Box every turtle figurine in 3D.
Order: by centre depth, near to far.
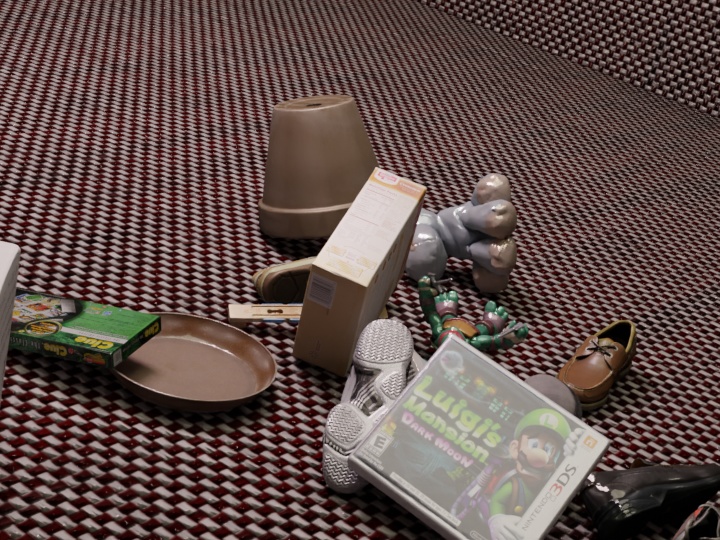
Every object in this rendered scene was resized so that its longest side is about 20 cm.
[{"bbox_3d":[0.127,0.068,1.665,0.149,0.101,0.200,32,9,6],"label":"turtle figurine"}]

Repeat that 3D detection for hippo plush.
[{"bbox_3d":[0.125,-0.065,1.894,0.159,0.160,0.201,-3,44,-10],"label":"hippo plush"}]

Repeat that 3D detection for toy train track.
[{"bbox_3d":[-0.066,0.061,1.653,0.198,0.033,0.115,1,45,-14],"label":"toy train track"}]

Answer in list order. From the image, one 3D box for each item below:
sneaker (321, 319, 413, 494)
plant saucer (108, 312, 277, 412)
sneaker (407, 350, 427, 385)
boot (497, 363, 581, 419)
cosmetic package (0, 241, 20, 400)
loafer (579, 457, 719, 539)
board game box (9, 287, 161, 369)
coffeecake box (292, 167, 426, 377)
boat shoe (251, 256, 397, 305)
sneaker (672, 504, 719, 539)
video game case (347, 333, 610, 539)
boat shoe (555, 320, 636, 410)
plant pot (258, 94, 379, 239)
[{"bbox_3d":[0.007,0.160,1.416,0.074,0.115,0.201,15,57,5],"label":"sneaker"},{"bbox_3d":[-0.192,0.104,1.478,0.198,0.032,0.201,13,23,-5],"label":"plant saucer"},{"bbox_3d":[0.085,0.151,1.501,0.081,0.074,0.200,20,19,-35],"label":"sneaker"},{"bbox_3d":[0.183,0.143,1.471,0.132,0.070,0.200,42,13,-20],"label":"boot"},{"bbox_3d":[-0.402,0.084,1.178,0.163,0.202,0.165,9,22,-9],"label":"cosmetic package"},{"bbox_3d":[0.313,0.226,1.416,0.198,0.073,0.073,-4,48,-39],"label":"loafer"},{"bbox_3d":[-0.328,0.060,1.458,0.198,0.024,0.105,10,22,21],"label":"board game box"},{"bbox_3d":[0.000,0.000,1.595,0.072,0.154,0.201,22,43,9],"label":"coffeecake box"},{"bbox_3d":[-0.047,0.007,1.753,0.198,0.073,0.076,0,14,-29],"label":"boat shoe"},{"bbox_3d":[0.356,0.272,1.340,0.077,0.083,0.199,24,25,24],"label":"sneaker"},{"bbox_3d":[0.118,0.181,1.325,0.199,0.023,0.182,33,62,18],"label":"video game case"},{"bbox_3d":[0.299,0.114,1.696,0.071,0.069,0.200,23,25,18],"label":"boat shoe"},{"bbox_3d":[-0.057,-0.154,1.906,0.197,0.176,0.200,-6,17,2],"label":"plant pot"}]
